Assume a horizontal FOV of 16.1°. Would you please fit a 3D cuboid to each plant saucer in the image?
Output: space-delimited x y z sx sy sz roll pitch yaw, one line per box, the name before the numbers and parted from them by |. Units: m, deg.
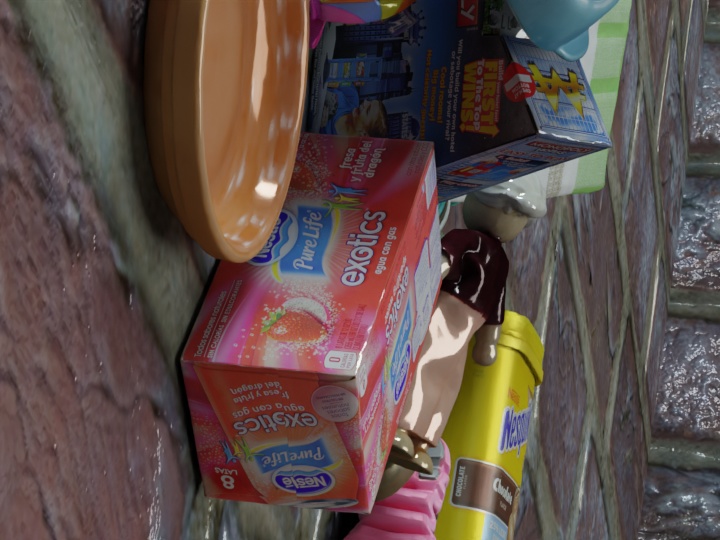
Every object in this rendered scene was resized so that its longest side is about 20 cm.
plant saucer | -0.066 -0.104 1.255 0.200 0.037 0.200 5 90 -77

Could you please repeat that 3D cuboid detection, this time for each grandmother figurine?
grandmother figurine | 0.057 0.019 1.560 0.200 0.061 0.121 -65 160 -12

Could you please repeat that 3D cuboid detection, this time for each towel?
towel | 0.111 -0.121 1.735 0.200 0.031 0.149 -4 107 -51

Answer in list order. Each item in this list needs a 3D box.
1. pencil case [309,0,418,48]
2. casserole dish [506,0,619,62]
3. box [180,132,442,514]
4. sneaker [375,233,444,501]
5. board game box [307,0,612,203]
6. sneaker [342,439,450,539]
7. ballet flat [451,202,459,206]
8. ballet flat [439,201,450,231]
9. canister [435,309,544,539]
pencil case | -0.011 -0.223 1.359 0.088 0.088 0.200 -67 157 -55
casserole dish | 0.091 -0.210 1.362 0.200 0.039 0.121 65 28 -6
box | -0.021 0.024 1.371 0.200 0.095 0.103 -71 161 -47
sneaker | 0.013 0.043 1.633 0.090 0.067 0.200 62 37 -41
board game box | 0.057 -0.125 1.450 0.062 0.200 0.200 6 89 -41
sneaker | 0.015 0.197 1.675 0.200 0.079 0.095 -69 171 -48
ballet flat | 0.061 -0.121 1.798 0.067 0.067 0.200 63 25 -27
ballet flat | 0.000 0.000 1.562 0.200 0.069 0.069 -61 153 -53
canister | 0.076 0.139 1.882 0.149 0.087 0.200 54 44 -71
